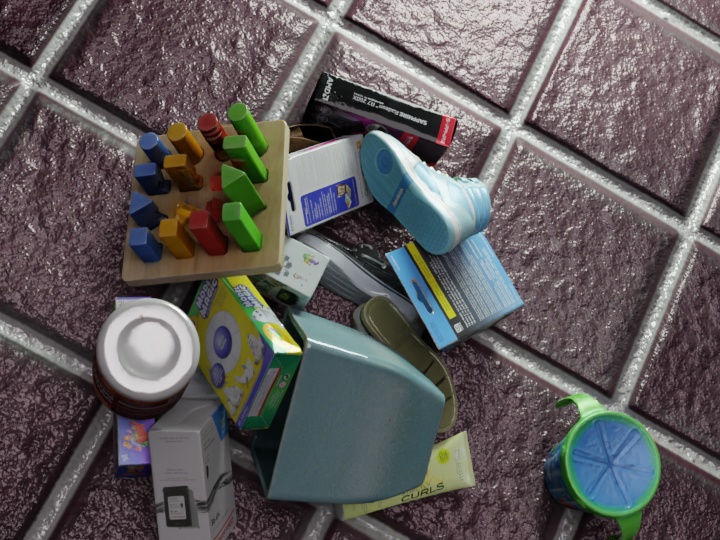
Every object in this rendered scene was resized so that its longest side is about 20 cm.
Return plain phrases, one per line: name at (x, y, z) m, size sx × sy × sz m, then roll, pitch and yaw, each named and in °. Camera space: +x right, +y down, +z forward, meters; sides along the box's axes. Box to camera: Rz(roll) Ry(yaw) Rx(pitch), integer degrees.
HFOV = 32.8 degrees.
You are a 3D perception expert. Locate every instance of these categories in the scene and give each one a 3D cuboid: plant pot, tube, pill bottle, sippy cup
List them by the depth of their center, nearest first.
pill bottle at (-0.241, 0.106, 1.350) m, size 0.108 × 0.200 × 0.111 m, roll 4°, pitch 73°, yaw -13°
plant pot at (-0.010, 0.177, 1.507) m, size 0.198 × 0.196 × 0.198 m, roll 13°, pitch 97°, yaw -12°
tube at (0.058, 0.273, 1.600) m, size 0.198 × 0.058 × 0.052 m, roll -14°, pitch 52°, yaw -20°
sippy cup at (0.309, 0.264, 1.620) m, size 0.138 × 0.130 × 0.179 m, roll 20°, pitch 71°, yaw -8°

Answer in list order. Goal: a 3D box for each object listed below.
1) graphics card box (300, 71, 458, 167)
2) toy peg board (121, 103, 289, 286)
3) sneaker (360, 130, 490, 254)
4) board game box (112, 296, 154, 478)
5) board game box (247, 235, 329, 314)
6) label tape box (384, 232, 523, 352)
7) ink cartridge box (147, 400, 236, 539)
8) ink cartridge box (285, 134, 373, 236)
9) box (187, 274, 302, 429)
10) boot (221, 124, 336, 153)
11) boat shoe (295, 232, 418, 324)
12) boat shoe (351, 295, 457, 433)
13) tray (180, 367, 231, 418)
graphics card box at (0.021, -0.198, 1.684) m, size 0.198 × 0.125 × 0.051 m, roll 20°, pitch 71°, yaw -8°
toy peg board at (-0.195, -0.100, 1.450) m, size 0.197 × 0.098 × 0.202 m, roll -5°, pitch 63°, yaw 12°
sneaker at (0.094, -0.113, 1.637) m, size 0.130 × 0.080 × 0.201 m, roll -19°, pitch 65°, yaw -42°
board game box at (-0.281, 0.146, 1.508) m, size 0.044 × 0.135 × 0.202 m, roll -1°, pitch 74°, yaw -14°
board game box at (-0.150, -0.020, 1.581) m, size 0.199 × 0.148 × 0.065 m, roll 28°, pitch 72°, yaw -4°
label tape box at (0.111, 0.025, 1.634) m, size 0.199 × 0.063 × 0.145 m, roll -22°, pitch 80°, yaw -45°
ink cartridge box at (-0.197, 0.268, 1.461) m, size 0.066 × 0.116 × 0.202 m, roll -2°, pitch 102°, yaw 10°
ink cartridge box at (-0.054, -0.113, 1.592) m, size 0.200 × 0.037 × 0.096 m, roll -27°, pitch 112°, yaw -55°
box at (-0.151, 0.079, 1.455) m, size 0.048 × 0.118 × 0.200 m, roll 3°, pitch 34°, yaw -38°
boot at (-0.119, -0.175, 1.630) m, size 0.199 × 0.075 × 0.074 m, roll 0°, pitch 65°, yaw -39°
boat shoe at (0.000, 0.000, 1.660) m, size 0.199 × 0.072 × 0.071 m, roll 34°, pitch 61°, yaw -14°
boat shoe at (0.058, 0.128, 1.631) m, size 0.074 × 0.068 × 0.201 m, roll -30°, pitch 88°, yaw -29°
tray at (-0.185, 0.128, 1.527) m, size 0.198 × 0.022 × 0.109 m, roll -2°, pitch 68°, yaw 31°
